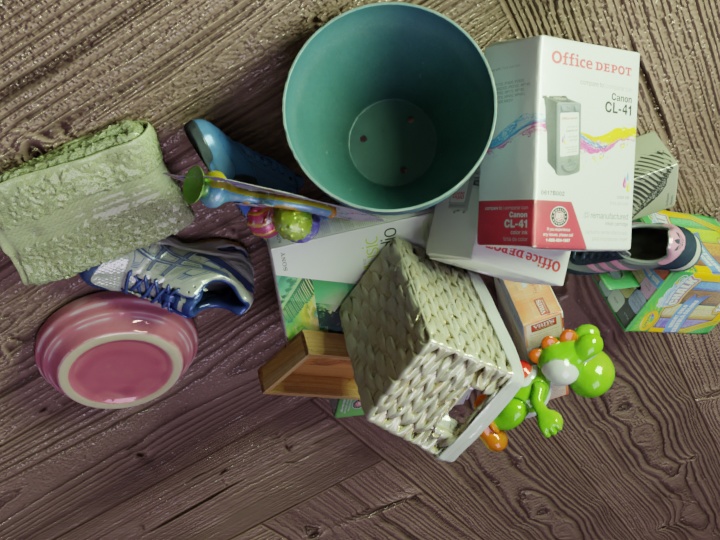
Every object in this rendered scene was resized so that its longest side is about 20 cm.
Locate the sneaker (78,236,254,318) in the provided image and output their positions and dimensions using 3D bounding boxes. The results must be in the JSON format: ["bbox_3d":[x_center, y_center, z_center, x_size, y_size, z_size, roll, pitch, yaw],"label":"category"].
[{"bbox_3d":[-0.214,0.009,1.055,0.199,0.088,0.075,-1,138,-19],"label":"sneaker"}]

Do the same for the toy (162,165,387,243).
[{"bbox_3d":[-0.086,-0.055,0.919,0.199,0.115,0.048,16,86,-41],"label":"toy"}]

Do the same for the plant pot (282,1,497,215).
[{"bbox_3d":[0.030,-0.143,0.927,0.199,0.201,0.135,-20,171,0],"label":"plant pot"}]

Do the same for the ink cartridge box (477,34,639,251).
[{"bbox_3d":[0.197,-0.121,0.928,0.147,0.085,0.201,0,95,-34],"label":"ink cartridge box"}]

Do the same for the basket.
[{"bbox_3d":[0.066,0.078,0.996,0.123,0.200,0.136,24,117,-25],"label":"basket"}]

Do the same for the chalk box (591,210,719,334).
[{"bbox_3d":[0.404,0.000,1.263,0.199,0.125,0.124,4,135,-27],"label":"chalk box"}]

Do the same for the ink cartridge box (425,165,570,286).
[{"bbox_3d":[0.168,-0.094,1.013,0.146,0.083,0.201,14,88,-34],"label":"ink cartridge box"}]

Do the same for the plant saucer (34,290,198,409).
[{"bbox_3d":[-0.299,0.108,1.159,0.199,0.051,0.201,-12,139,-10],"label":"plant saucer"}]

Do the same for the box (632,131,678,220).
[{"bbox_3d":[0.284,-0.094,1.151,0.199,0.069,0.082,-20,140,0],"label":"box"}]

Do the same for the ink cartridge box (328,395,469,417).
[{"bbox_3d":[0.060,0.121,1.289,0.199,0.084,0.145,-4,137,-17],"label":"ink cartridge box"}]

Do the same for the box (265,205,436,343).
[{"bbox_3d":[0.000,0.000,1.059,0.199,0.036,0.145,-12,131,-7],"label":"box"}]

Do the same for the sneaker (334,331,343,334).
[{"bbox_3d":[-0.026,0.017,1.147,0.078,0.066,0.200,31,116,-19],"label":"sneaker"}]

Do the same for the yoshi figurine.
[{"bbox_3d":[0.242,0.154,1.184,0.200,0.113,0.112,-43,149,25],"label":"yoshi figurine"}]

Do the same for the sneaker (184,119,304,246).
[{"bbox_3d":[-0.113,-0.105,0.993,0.078,0.066,0.200,-35,139,2],"label":"sneaker"}]

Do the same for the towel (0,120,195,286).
[{"bbox_3d":[-0.284,-0.065,0.967,0.199,0.037,0.149,-21,132,-1],"label":"towel"}]

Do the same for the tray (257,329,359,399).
[{"bbox_3d":[-0.015,0.118,1.137,0.199,0.037,0.099,11,140,-39],"label":"tray"}]

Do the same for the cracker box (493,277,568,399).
[{"bbox_3d":[0.230,0.071,1.263,0.057,0.134,0.200,-18,140,1],"label":"cracker box"}]

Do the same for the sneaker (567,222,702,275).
[{"bbox_3d":[0.319,-0.034,1.176,0.199,0.071,0.082,-5,167,36],"label":"sneaker"}]
